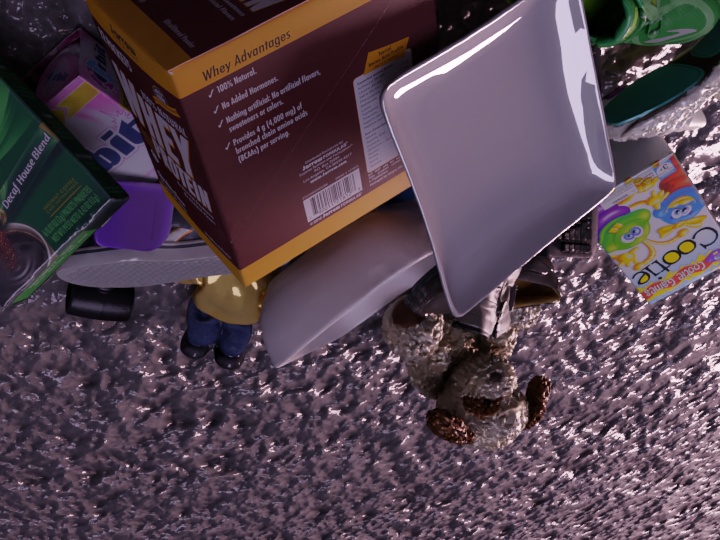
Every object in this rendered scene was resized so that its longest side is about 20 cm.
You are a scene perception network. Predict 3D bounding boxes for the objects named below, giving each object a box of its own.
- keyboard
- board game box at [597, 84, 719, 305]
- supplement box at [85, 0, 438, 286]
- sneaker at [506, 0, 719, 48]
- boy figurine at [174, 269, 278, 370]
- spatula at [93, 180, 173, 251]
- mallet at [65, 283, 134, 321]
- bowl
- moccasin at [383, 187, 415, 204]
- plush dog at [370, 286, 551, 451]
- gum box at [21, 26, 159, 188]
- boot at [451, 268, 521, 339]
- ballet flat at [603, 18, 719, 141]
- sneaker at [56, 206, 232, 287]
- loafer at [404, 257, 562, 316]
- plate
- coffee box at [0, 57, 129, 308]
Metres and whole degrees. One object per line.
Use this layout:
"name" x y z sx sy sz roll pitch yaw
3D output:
"keyboard" 0.164 -0.112 0.783 0.127 0.201 0.021 1 180 -34
"board game box" 0.280 -0.069 0.915 0.103 0.105 0.200 -32 136 20
"supplement box" -0.058 -0.137 0.666 0.197 0.133 0.200 -32 142 -17
"sneaker" 0.211 -0.210 0.753 0.199 0.084 0.074 2 136 -20
"boy figurine" -0.132 0.013 0.914 0.124 0.065 0.200 17 130 -6
"spatula" -0.250 -0.051 0.725 0.199 0.021 0.057 6 95 -14
"mallet" -0.220 -0.025 0.871 0.066 0.041 0.200 16 127 -30
"bowl" 0.000 0.000 0.883 0.200 0.075 0.200 -37 174 23
"moccasin" 0.094 -0.118 0.834 0.199 0.068 0.081 -7 141 -4
"plush dog" 0.115 0.119 1.013 0.200 0.172 0.161 -11 151 -29
"gum box" -0.255 -0.090 0.759 0.200 0.066 0.113 -33 137 21
"boot" 0.139 -0.009 0.882 0.200 0.068 0.131 -14 113 -57
"ballet flat" 0.300 -0.163 0.800 0.200 0.072 0.072 -38 138 -2
"sneaker" -0.164 -0.034 0.803 0.199 0.080 0.078 -6 164 -11
"loafer" 0.133 0.017 0.940 0.200 0.072 0.073 -16 152 -35
"plate" 0.107 -0.097 0.697 0.199 0.032 0.200 -37 126 -22
"coffee box" -0.281 -0.085 0.666 0.123 0.044 0.200 -42 91 9
